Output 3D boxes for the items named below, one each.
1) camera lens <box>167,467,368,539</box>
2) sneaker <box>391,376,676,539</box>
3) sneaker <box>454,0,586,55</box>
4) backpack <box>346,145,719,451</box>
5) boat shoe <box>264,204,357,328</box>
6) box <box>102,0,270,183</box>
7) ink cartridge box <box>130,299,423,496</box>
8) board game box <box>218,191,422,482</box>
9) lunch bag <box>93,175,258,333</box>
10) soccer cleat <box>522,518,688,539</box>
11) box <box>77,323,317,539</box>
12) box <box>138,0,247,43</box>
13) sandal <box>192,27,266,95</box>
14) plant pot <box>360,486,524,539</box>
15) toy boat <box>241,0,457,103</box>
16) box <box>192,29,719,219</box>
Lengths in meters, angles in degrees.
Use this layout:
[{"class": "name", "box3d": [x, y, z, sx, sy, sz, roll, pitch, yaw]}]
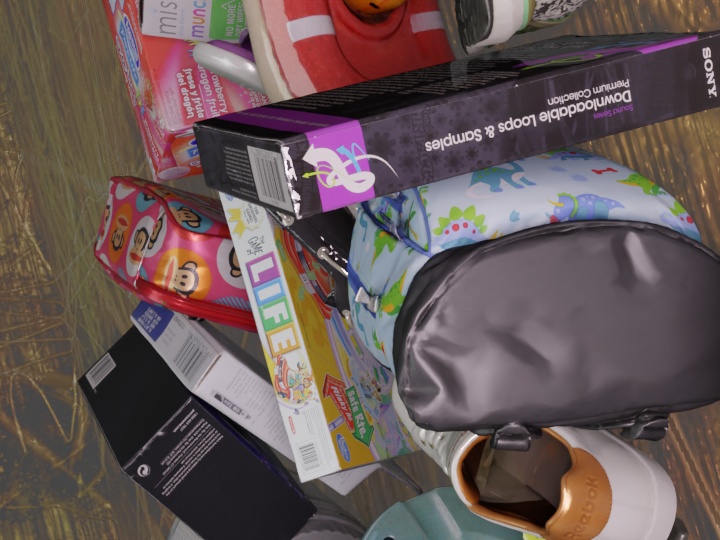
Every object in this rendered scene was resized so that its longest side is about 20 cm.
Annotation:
[{"class": "camera lens", "box3d": [-0.068, 0.257, 1.310, 0.200, 0.159, 0.161, -159, 57, -69]}, {"class": "sneaker", "box3d": [0.063, 0.077, 0.787, 0.200, 0.084, 0.073, 26, 99, 53]}, {"class": "sneaker", "box3d": [0.083, -0.137, 0.706, 0.200, 0.088, 0.078, -81, -18, -76]}, {"class": "backpack", "box3d": [0.068, -0.001, 0.751, 0.200, 0.162, 0.155, 180, 85, -78]}, {"class": "boat shoe", "box3d": [0.000, 0.000, 0.977, 0.200, 0.060, 0.074, 53, -179, -3]}, {"class": "box", "box3d": [-0.127, -0.178, 1.155, 0.100, 0.095, 0.201, 122, 132, -67]}, {"class": "ink cartridge box", "box3d": [-0.068, 0.100, 1.192, 0.200, 0.041, 0.199, 37, 178, -24]}, {"class": "board game box", "box3d": [-0.017, 0.031, 1.053, 0.034, 0.134, 0.202, -21, 81, 31]}, {"class": "lunch bag", "box3d": [-0.097, -0.009, 1.189, 0.200, 0.175, 0.083, 30, 105, 63]}, {"class": "soccer cleat", "box3d": [0.103, 0.131, 0.845, 0.200, 0.064, 0.084, 44, 129, 56]}, {"class": "box", "box3d": [-0.130, 0.134, 1.226, 0.141, 0.079, 0.200, 48, 176, -24]}, {"class": "box", "box3d": [-0.095, -0.280, 1.022, 0.201, 0.096, 0.178, 105, 165, -56]}, {"class": "sandal", "box3d": [-0.050, -0.134, 1.015, 0.203, 0.082, 0.050, 1, -69, -76]}, {"class": "plant pot", "box3d": [0.043, 0.243, 0.942, 0.197, 0.199, 0.201, 110, 143, -47]}, {"class": "toy boat", "box3d": [0.014, -0.163, 0.867, 0.130, 0.130, 0.202, -14, 90, 43]}, {"class": "box", "box3d": [0.040, -0.067, 0.683, 0.143, 0.199, 0.036, -158, 53, -69]}]
